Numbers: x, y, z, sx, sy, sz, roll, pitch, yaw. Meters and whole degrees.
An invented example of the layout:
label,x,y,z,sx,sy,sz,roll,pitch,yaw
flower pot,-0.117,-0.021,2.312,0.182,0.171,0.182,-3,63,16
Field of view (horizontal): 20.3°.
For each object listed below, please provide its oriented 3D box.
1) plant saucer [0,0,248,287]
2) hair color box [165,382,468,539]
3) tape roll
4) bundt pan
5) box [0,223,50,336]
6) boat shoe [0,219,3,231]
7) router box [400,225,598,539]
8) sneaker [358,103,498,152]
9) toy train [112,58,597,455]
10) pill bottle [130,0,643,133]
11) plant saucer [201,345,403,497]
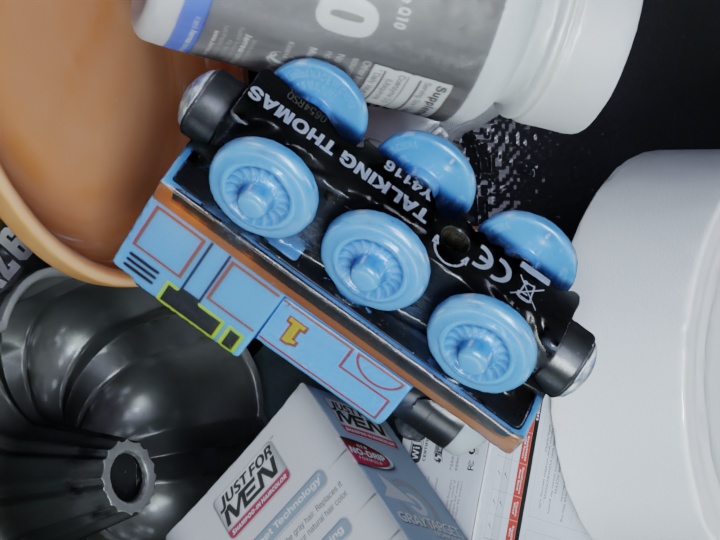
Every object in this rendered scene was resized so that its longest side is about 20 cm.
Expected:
label,x,y,z,sx,sy,sz,roll,pitch,yaw
plant saucer,-0.118,-0.092,0.864,0.200,0.037,0.202,21,65,-55
hair color box,0.008,0.154,0.832,0.099,0.060,0.200,-48,53,16
tape roll,0.170,0.043,0.949,0.202,0.070,0.205,-2,92,-53
bundt pan,-0.128,0.096,0.900,0.201,0.075,0.204,15,70,-48
box,-0.223,-0.027,0.939,0.159,0.049,0.200,41,77,-9
boat shoe,-0.180,-0.082,0.894,0.066,0.074,0.202,14,73,14
router box,0.088,0.101,0.944,0.179,0.049,0.202,24,73,-50
sneaker,0.015,-0.042,0.964,0.198,0.075,0.116,-16,93,12
toy train,0.000,0.000,0.828,0.199,0.114,0.087,35,44,-3
pill bottle,0.012,-0.128,0.850,0.198,0.114,0.115,13,82,-14
plant saucer,0.023,0.109,0.988,0.199,0.039,0.203,1,84,-13
